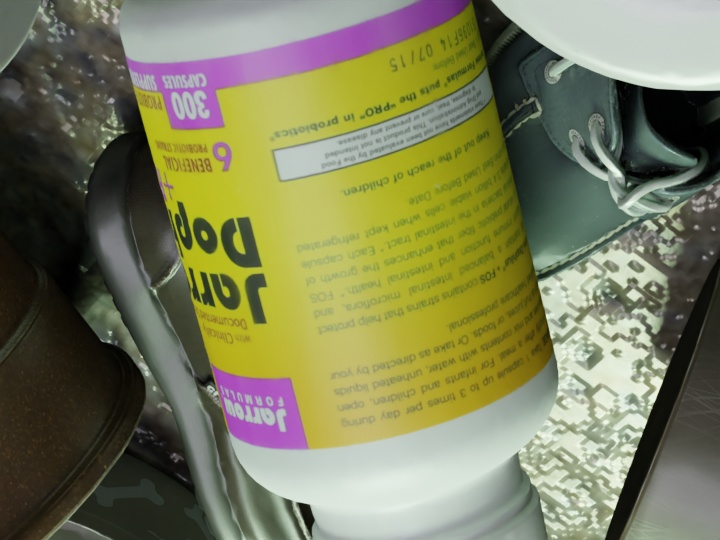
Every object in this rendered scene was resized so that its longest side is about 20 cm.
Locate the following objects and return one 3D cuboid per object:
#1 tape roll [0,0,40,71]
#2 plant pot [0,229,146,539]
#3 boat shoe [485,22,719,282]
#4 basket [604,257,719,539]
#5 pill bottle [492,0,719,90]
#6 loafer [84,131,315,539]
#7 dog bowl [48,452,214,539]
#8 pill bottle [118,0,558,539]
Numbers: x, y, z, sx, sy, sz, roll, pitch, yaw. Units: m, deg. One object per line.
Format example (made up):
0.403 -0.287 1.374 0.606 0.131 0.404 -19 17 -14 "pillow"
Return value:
-0.183 -0.119 0.771 0.071 0.203 0.202 -30 114 33 "tape roll"
-0.203 0.006 0.892 0.200 0.200 0.198 -19 111 28 "plant pot"
0.083 -0.052 0.835 0.073 0.062 0.200 34 129 -14 "boat shoe"
0.185 0.084 0.872 0.200 0.136 0.181 21 126 4 "basket"
0.089 -0.142 0.673 0.114 0.200 0.114 7 128 10 "pill bottle"
-0.023 0.040 0.929 0.071 0.073 0.200 -11 123 26 "loafer"
-0.122 0.142 1.049 0.200 0.059 0.200 8 129 9 "dog bowl"
0.000 0.000 0.839 0.104 0.104 0.200 -9 106 22 "pill bottle"
